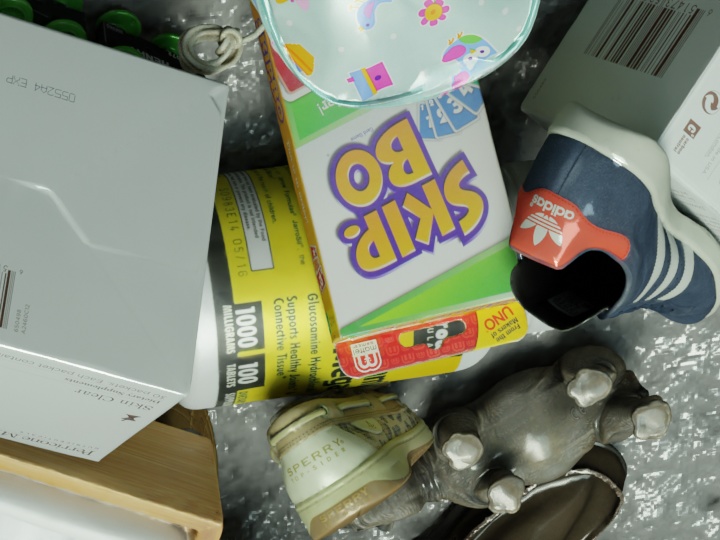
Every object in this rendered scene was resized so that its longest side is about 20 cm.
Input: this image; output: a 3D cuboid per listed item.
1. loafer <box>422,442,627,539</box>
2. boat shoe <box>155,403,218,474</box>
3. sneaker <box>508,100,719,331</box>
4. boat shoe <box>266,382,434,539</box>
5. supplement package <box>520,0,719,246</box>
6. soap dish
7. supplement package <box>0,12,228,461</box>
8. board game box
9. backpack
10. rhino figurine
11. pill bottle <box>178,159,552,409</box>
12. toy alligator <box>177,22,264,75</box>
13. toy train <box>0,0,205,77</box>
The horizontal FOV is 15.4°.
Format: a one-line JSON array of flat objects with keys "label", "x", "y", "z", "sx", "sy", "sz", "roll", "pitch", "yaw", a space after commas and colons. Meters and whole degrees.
[{"label": "loafer", "x": 0.072, "y": 0.171, "z": 1.469, "sx": 0.200, "sy": 0.071, "sz": 0.073, "roll": -42, "pitch": 124, "yaw": 13}, {"label": "boat shoe", "x": -0.128, "y": 0.075, "z": 1.356, "sx": 0.069, "sy": 0.071, "sz": 0.200, "roll": -4, "pitch": 137, "yaw": 18}, {"label": "sneaker", "x": 0.113, "y": -0.003, "z": 1.244, "sx": 0.085, "sy": 0.075, "sz": 0.200, "roll": -59, "pitch": 150, "yaw": -9}, {"label": "boat shoe", "x": -0.009, "y": 0.082, "z": 1.333, "sx": 0.073, "sy": 0.200, "sz": 0.063, "roll": -34, "pitch": 92, "yaw": 2}, {"label": "supplement package", "x": 0.200, "y": -0.062, "z": 1.303, "sx": 0.200, "sy": 0.117, "sz": 0.118, "roll": 38, "pitch": 83, "yaw": -33}, {"label": "soap dish", "x": -0.170, "y": 0.120, "z": 1.303, "sx": 0.199, "sy": 0.082, "sz": 0.158, "roll": 17, "pitch": 142, "yaw": -1}, {"label": "supplement package", "x": -0.177, "y": -0.023, "z": 1.182, "sx": 0.199, "sy": 0.157, "sz": 0.111, "roll": 16, "pitch": 155, "yaw": -21}, {"label": "board game box", "x": 0.014, "y": -0.056, "z": 1.248, "sx": 0.095, "sy": 0.030, "sz": 0.201, "roll": -13, "pitch": 86, "yaw": -11}, {"label": "backpack", "x": -0.002, "y": -0.166, "z": 1.039, "sx": 0.166, "sy": 0.127, "sz": 0.201, "roll": -12, "pitch": 125, "yaw": 4}, {"label": "rhino figurine", "x": 0.064, "y": 0.097, "z": 1.413, "sx": 0.199, "sy": 0.087, "sz": 0.060, "roll": -25, "pitch": 98, "yaw": 2}, {"label": "pill bottle", "x": 0.000, "y": 0.000, "z": 1.307, "sx": 0.199, "sy": 0.113, "sz": 0.113, "roll": -8, "pitch": 125, "yaw": -10}, {"label": "toy alligator", "x": 0.007, "y": -0.145, "z": 1.220, "sx": 0.199, "sy": 0.054, "sz": 0.060, "roll": -28, "pitch": 84, "yaw": -13}, {"label": "toy train", "x": -0.163, "y": -0.111, "z": 1.232, "sx": 0.199, "sy": 0.042, "sz": 0.056, "roll": 24, "pitch": 124, "yaw": -28}]
